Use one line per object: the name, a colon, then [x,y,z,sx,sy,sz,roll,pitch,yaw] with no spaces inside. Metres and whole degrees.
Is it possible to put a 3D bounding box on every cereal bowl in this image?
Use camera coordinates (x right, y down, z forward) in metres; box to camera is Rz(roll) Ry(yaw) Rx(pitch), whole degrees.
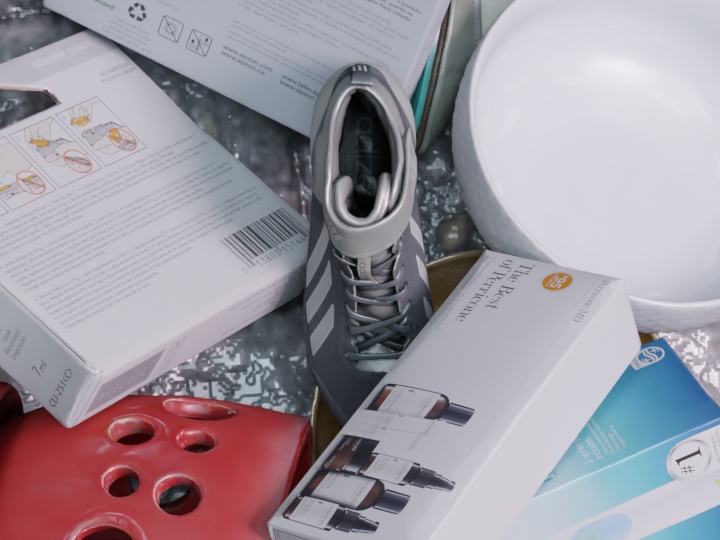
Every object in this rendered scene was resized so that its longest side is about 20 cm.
cereal bowl: [0.137,-0.054,1.447,0.200,0.083,0.200,7,63,-14]

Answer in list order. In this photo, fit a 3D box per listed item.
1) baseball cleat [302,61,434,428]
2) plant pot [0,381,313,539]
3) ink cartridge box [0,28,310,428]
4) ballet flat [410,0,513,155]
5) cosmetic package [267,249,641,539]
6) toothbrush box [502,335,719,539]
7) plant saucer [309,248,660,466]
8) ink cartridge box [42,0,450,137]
baseball cleat: [0.000,0.000,1.383,0.070,0.106,0.200,-7,100,4]
plant pot: [-0.127,0.153,1.374,0.182,0.200,0.201,11,85,6]
ink cartridge box: [-0.137,-0.027,1.395,0.176,0.200,0.045,43,126,13]
ballet flat: [0.056,-0.159,1.474,0.064,0.067,0.200,3,86,-15]
cosmetic package: [0.047,0.075,1.317,0.082,0.051,0.200,14,47,31]
toothbrush box: [0.091,0.145,1.379,0.200,0.085,0.147,-21,121,-6]
plant saucer: [0.071,0.089,1.470,0.200,0.035,0.200,0,86,-4]
ink cartridge box: [-0.044,-0.177,1.409,0.199,0.041,0.200,27,125,6]
